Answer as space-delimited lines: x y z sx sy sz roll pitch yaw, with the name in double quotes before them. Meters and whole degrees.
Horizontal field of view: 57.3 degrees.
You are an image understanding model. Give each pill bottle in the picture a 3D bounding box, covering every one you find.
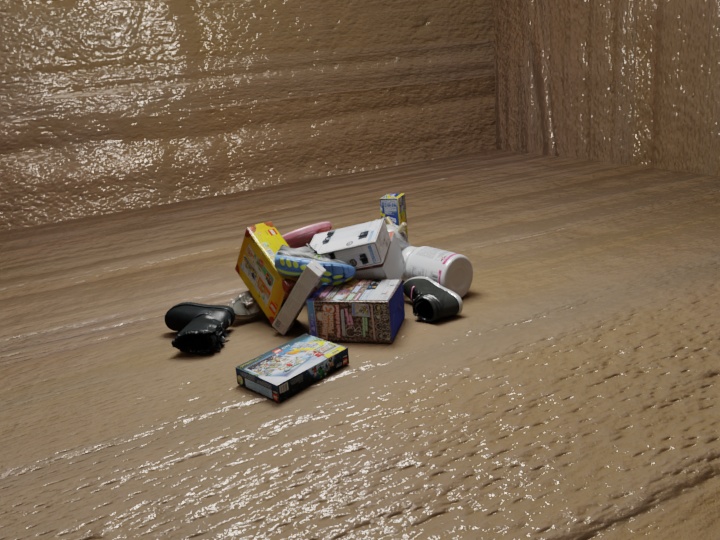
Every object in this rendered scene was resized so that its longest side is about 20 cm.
"pill bottle" 0.191 0.000 1.733 0.111 0.117 0.198 -16 21 -33

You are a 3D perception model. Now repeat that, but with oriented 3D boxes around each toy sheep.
"toy sheep" 0.077 -0.075 1.934 0.134 0.201 0.141 16 49 -19

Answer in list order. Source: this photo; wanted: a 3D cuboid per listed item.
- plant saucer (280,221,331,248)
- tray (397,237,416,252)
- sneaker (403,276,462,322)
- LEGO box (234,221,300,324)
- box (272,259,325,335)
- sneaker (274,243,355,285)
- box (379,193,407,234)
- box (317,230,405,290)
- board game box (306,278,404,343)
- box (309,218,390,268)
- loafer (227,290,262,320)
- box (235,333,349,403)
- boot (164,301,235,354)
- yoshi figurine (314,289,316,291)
"plant saucer" -0.164 -0.072 1.758 0.195 0.052 0.201 -21 -1 0
"tray" 0.110 -0.038 1.843 0.106 0.023 0.197 -24 -32 35
"sneaker" 0.147 0.067 1.602 0.097 0.073 0.198 -11 22 -36
"LEGO box" -0.217 0.008 1.620 0.076 0.151 0.201 -17 58 -38
"box" -0.143 0.065 1.516 0.041 0.202 0.039 36 32 7
"sneaker" -0.103 -0.022 1.540 0.193 0.072 0.084 11 46 -10
"box" 0.105 -0.127 2.016 0.062 0.207 0.070 3 18 23
"box" 0.000 0.000 1.680 0.194 0.108 0.154 -9 34 23
"board game box" -0.007 0.090 1.533 0.193 0.100 0.160 0 18 17
"box" -0.032 -0.054 1.613 0.194 0.061 0.118 -11 29 22
"loafer" -0.251 0.070 1.690 0.197 0.073 0.063 -18 -13 -43
"box" -0.136 0.193 1.342 0.134 0.039 0.197 11 24 42
"boot" -0.397 0.139 1.552 0.191 0.076 0.163 -2 21 9
"yoshi figurine" -0.177 -0.003 1.772 0.110 0.116 0.197 25 -16 -35
